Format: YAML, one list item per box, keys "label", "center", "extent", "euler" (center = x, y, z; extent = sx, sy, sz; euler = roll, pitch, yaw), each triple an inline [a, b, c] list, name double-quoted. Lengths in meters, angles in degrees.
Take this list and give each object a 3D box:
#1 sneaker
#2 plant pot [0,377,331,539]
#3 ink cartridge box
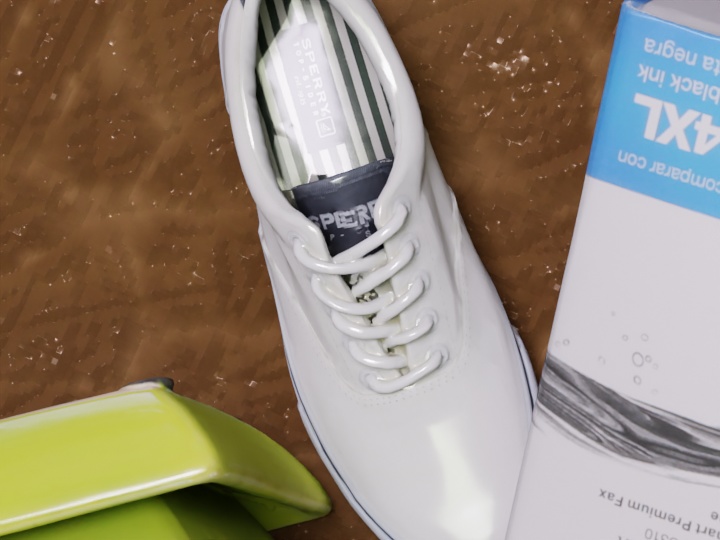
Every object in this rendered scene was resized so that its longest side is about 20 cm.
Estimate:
- label: "sneaker"
  center: [0.000, 0.000, 0.880]
  extent: [0.073, 0.071, 0.201]
  euler: [-23, 85, 7]
- label: "plant pot"
  center: [-0.089, 0.139, 0.829]
  extent: [0.199, 0.199, 0.182]
  euler: [-14, 80, 8]
- label: "ink cartridge box"
  center: [0.107, 0.025, 0.795]
  extent: [0.084, 0.146, 0.201]
  euler: [19, 109, 19]
